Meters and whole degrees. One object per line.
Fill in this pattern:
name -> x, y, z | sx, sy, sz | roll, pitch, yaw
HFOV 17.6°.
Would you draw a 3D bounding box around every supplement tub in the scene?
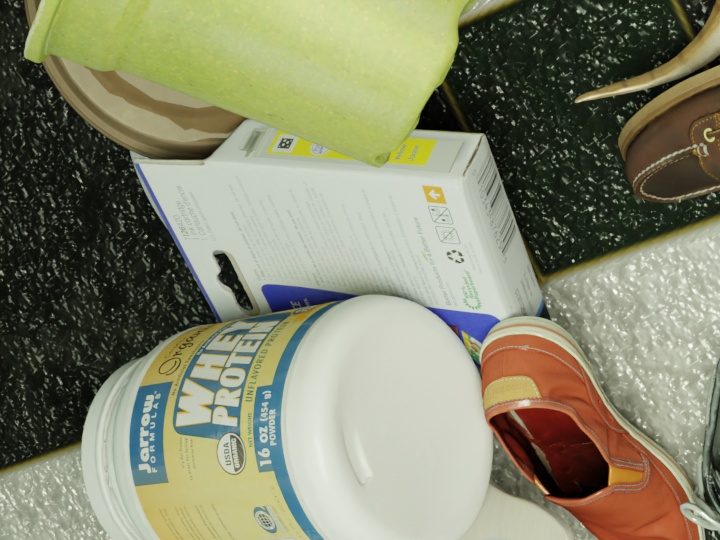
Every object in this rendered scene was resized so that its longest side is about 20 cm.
supplement tub -> -0.043, 0.095, 1.269 | 0.200, 0.145, 0.145 | -11, 106, 44

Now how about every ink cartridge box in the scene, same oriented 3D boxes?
ink cartridge box -> 0.000, 0.000, 1.280 | 0.200, 0.047, 0.198 | 8, 142, 30

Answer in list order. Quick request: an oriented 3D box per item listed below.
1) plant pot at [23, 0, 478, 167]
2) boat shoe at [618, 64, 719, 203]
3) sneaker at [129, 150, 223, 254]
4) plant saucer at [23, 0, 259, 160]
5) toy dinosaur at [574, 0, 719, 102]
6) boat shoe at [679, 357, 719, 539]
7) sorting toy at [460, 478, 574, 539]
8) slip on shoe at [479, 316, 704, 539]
plant pot -> -0.037, -0.149, 1.142 | 0.184, 0.200, 0.200 | 28, 127, -4
boat shoe -> 0.199, -0.070, 1.123 | 0.200, 0.070, 0.070 | -34, 61, 51
sneaker -> -0.090, -0.103, 1.311 | 0.071, 0.073, 0.200 | 1, 113, 35
plant saucer -> -0.086, -0.153, 1.256 | 0.200, 0.029, 0.200 | 1, 101, 4
toy dinosaur -> 0.196, -0.146, 1.131 | 0.106, 0.060, 0.200 | 36, 117, 28
boat shoe -> 0.210, 0.120, 1.233 | 0.074, 0.068, 0.200 | 17, 121, 25
sorting toy -> 0.077, 0.190, 1.296 | 0.180, 0.107, 0.200 | 0, 114, 55
slip on shoe -> 0.123, 0.109, 1.256 | 0.074, 0.061, 0.200 | -15, 130, 30
